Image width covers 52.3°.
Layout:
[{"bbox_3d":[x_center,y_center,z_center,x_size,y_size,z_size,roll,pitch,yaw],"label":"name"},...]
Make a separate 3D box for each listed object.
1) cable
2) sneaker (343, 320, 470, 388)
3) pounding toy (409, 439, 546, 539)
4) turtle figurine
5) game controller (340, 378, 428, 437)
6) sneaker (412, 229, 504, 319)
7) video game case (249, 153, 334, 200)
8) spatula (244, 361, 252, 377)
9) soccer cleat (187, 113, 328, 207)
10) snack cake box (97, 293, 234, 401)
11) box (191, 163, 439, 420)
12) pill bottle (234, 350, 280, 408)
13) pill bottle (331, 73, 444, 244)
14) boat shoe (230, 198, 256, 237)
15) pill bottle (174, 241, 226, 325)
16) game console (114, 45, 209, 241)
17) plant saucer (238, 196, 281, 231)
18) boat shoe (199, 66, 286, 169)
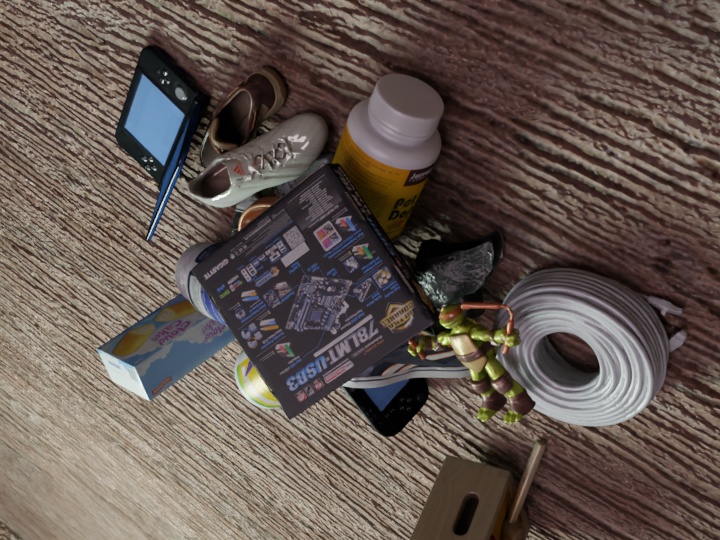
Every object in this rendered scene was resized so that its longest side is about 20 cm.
[{"bbox_3d":[0.248,0.093,0.847,0.199,0.069,0.201,26,133,19],"label":"cable"},{"bbox_3d":[0.054,0.098,0.954,0.198,0.079,0.080,-6,115,-3],"label":"sneaker"},{"bbox_3d":[0.178,0.356,1.028,0.141,0.201,0.185,6,138,33],"label":"pounding toy"},{"bbox_3d":[0.128,0.099,0.858,0.199,0.064,0.162,-17,109,46],"label":"turtle figurine"},{"bbox_3d":[0.014,0.133,1.019,0.201,0.104,0.042,53,148,-15],"label":"game controller"},{"bbox_3d":[0.088,0.005,0.915,0.198,0.060,0.105,1,115,37],"label":"sneaker"},{"bbox_3d":[-0.075,-0.056,1.017,0.181,0.022,0.202,-3,119,38],"label":"video game case"},{"bbox_3d":[-0.163,0.091,1.098,0.020,0.200,0.057,31,103,-26],"label":"spatula"},{"bbox_3d":[-0.129,-0.134,0.923,0.199,0.077,0.070,-27,80,24],"label":"soccer cleat"},{"bbox_3d":[-0.293,0.108,1.155,0.114,0.200,0.068,11,127,42],"label":"snack cake box"},{"bbox_3d":[-0.050,0.023,0.787,0.199,0.050,0.199,-36,89,16],"label":"box"},{"bbox_3d":[-0.099,0.127,1.099,0.111,0.111,0.200,49,136,-4],"label":"pill bottle"},{"bbox_3d":[0.023,-0.117,0.836,0.109,0.109,0.201,35,135,11],"label":"pill bottle"},{"bbox_3d":[-0.089,-0.044,0.961,0.199,0.057,0.069,19,174,33],"label":"boat shoe"},{"bbox_3d":[-0.183,0.021,1.062,0.199,0.115,0.117,17,131,48],"label":"pill bottle"},{"bbox_3d":[-0.297,-0.174,1.027,0.171,0.118,0.200,43,135,2],"label":"game console"},{"bbox_3d":[-0.062,-0.008,0.891,0.199,0.032,0.201,27,145,21],"label":"plant saucer"},{"bbox_3d":[-0.172,-0.185,0.958,0.072,0.072,0.200,51,136,-5],"label":"boat shoe"}]
